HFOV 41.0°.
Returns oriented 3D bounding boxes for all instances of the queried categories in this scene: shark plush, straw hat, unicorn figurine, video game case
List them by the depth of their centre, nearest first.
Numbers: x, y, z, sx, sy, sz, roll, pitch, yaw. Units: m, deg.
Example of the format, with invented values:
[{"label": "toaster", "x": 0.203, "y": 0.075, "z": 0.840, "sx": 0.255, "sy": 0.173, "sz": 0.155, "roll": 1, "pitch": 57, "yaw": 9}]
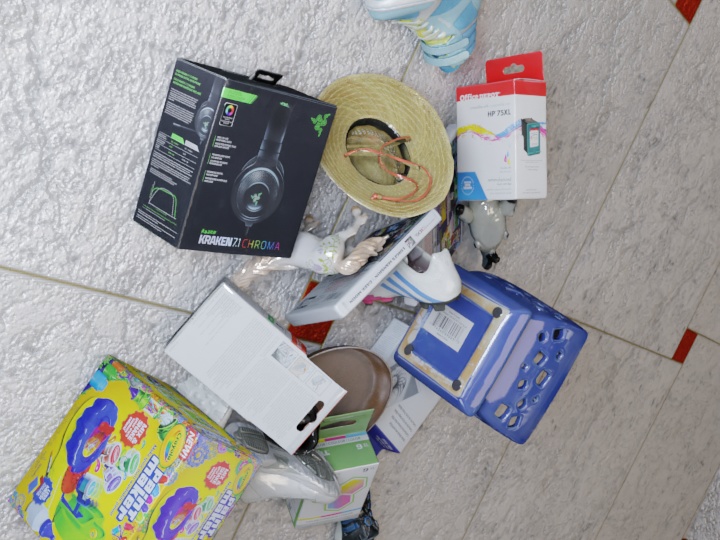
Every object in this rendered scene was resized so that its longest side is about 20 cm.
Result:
[{"label": "unicorn figurine", "x": -0.076, "y": -0.026, "z": 1.180, "sx": 0.074, "sy": 0.199, "sz": 0.138, "roll": 61, "pitch": 42, "yaw": -31}, {"label": "straw hat", "x": 0.015, "y": -0.140, "z": 1.215, "sx": 0.201, "sy": 0.201, "sz": 0.085, "roll": -34, "pitch": 173, "yaw": -29}, {"label": "video game case", "x": 0.000, "y": 0.000, "z": 1.236, "sx": 0.182, "sy": 0.200, "sz": 0.023, "roll": -45, "pitch": 100, "yaw": -19}, {"label": "video game case", "x": 0.102, "y": -0.080, "z": 1.371, "sx": 0.182, "sy": 0.023, "sz": 0.201, "roll": -50, "pitch": 144, "yaw": -46}, {"label": "shark plush", "x": 0.202, "y": -0.078, "z": 1.484, "sx": 0.090, "sy": 0.084, "sz": 0.200, "roll": -19, "pitch": 135, "yaw": 9}]

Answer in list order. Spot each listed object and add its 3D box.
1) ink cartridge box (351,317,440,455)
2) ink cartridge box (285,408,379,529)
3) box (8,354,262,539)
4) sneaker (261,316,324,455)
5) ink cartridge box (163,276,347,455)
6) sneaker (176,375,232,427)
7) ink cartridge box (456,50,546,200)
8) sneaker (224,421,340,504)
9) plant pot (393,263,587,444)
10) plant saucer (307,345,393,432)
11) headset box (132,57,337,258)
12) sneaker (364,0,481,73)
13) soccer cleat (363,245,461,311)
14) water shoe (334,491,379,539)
[{"label": "ink cartridge box", "x": 0.042, "y": 0.204, "z": 1.507, "sx": 0.200, "sy": 0.041, "sz": 0.200, "roll": -51, "pitch": 140, "yaw": -12}, {"label": "ink cartridge box", "x": -0.038, "y": 0.289, "z": 1.387, "sx": 0.103, "sy": 0.059, "sz": 0.201, "roll": -6, "pitch": 137, "yaw": -23}, {"label": "box", "x": -0.252, "y": 0.237, "z": 1.083, "sx": 0.201, "sy": 0.192, "sz": 0.122, "roll": -57, "pitch": 141, "yaw": -6}, {"label": "sneaker", "x": -0.106, "y": 0.146, "z": 1.221, "sx": 0.076, "sy": 0.111, "sz": 0.201, "roll": -23, "pitch": 118, "yaw": -2}, {"label": "ink cartridge box", "x": -0.124, "y": 0.115, "z": 1.158, "sx": 0.200, "sy": 0.050, "sz": 0.109, "roll": 42, "pitch": 93, "yaw": -10}, {"label": "sneaker", "x": -0.214, "y": 0.211, "z": 1.218, "sx": 0.200, "sy": 0.076, "sz": 0.080, "roll": -55, "pitch": 154, "yaw": -2}, {"label": "ink cartridge box", "x": 0.194, "y": -0.198, "z": 1.334, "sx": 0.067, "sy": 0.116, "sz": 0.201, "roll": -5, "pitch": 95, "yaw": -38}, {"label": "sneaker", "x": -0.118, "y": 0.271, "z": 1.272, "sx": 0.199, "sy": 0.078, "sz": 0.099, "roll": 29, "pitch": 113, "yaw": -28}, {"label": "plant pot", "x": 0.179, "y": 0.111, "z": 1.419, "sx": 0.179, "sy": 0.200, "sz": 0.201, "roll": 24, "pitch": 97, "yaw": -46}, {"label": "plant saucer", "x": -0.049, "y": 0.180, "z": 1.361, "sx": 0.199, "sy": 0.032, "sz": 0.201, "roll": -14, "pitch": 129, "yaw": -18}, {"label": "headset box", "x": -0.135, "y": -0.126, "z": 1.072, "sx": 0.174, "sy": 0.093, "sz": 0.201, "roll": 5, "pitch": 108, "yaw": -49}, {"label": "sneaker", "x": 0.085, "y": -0.306, "z": 1.217, "sx": 0.199, "sy": 0.079, "sz": 0.131, "roll": -23, "pitch": 127, "yaw": -37}, {"label": "soccer cleat", "x": 0.051, "y": -0.001, "z": 1.286, "sx": 0.070, "sy": 0.199, "sz": 0.087, "roll": -33, "pitch": 115, "yaw": -41}, {"label": "water shoe", "x": 0.002, "y": 0.392, "z": 1.546, "sx": 0.071, "sy": 0.079, "sz": 0.201, "roll": -29, "pitch": 131, "yaw": -34}]
